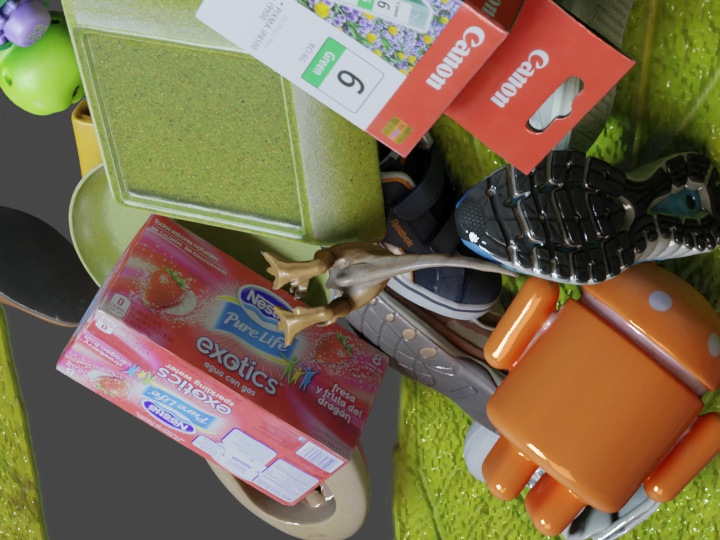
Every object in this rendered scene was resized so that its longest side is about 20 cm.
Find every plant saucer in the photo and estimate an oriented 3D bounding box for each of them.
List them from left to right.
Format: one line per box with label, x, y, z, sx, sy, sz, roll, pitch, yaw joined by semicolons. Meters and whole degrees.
plant saucer;-0.109;-0.016;1.061;0.198;0.031;0.201;12;137;12
plant saucer;-0.090;-0.094;0.905;0.199;0.048;0.201;11;135;18

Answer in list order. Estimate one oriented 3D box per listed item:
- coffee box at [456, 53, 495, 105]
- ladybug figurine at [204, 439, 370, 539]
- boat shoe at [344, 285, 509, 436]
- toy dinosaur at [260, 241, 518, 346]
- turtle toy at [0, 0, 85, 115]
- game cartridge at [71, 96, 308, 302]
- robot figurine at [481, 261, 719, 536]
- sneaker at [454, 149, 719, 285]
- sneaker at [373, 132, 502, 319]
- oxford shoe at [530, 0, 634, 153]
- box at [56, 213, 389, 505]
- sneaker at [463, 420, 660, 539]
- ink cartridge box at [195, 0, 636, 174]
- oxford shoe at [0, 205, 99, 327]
coffee box;0.056;-0.204;0.781;0.079;0.113;0.201;16;138;8
ladybug figurine;-0.059;0.139;1.209;0.135;0.072;0.201;-5;132;28
boat shoe;0.067;0.046;1.063;0.200;0.072;0.076;37;153;-22
toy dinosaur;0.000;0.000;0.907;0.200;0.106;0.061;-11;98;70
turtle toy;-0.229;-0.180;0.924;0.100;0.146;0.201;-9;134;3
game cartridge;-0.117;-0.027;1.096;0.175;0.033;0.201;12;136;12
robot figurine;0.161;0.077;0.985;0.144;0.200;0.117;41;-177;35
sneaker;0.131;-0.025;0.903;0.199;0.079;0.090;-2;170;-38
sneaker;0.029;-0.044;0.982;0.199;0.079;0.079;35;131;-19
oxford shoe;0.120;-0.149;0.848;0.058;0.075;0.201;34;142;25
box;-0.095;0.065;1.042;0.199;0.095;0.103;32;141;-10
sneaker;0.144;0.148;1.102;0.199;0.116;0.074;-25;122;41
ink cartridge box;0.027;-0.119;0.757;0.199;0.051;0.109;34;138;-8
oxford shoe;-0.286;-0.007;1.166;0.199;0.071;0.071;29;144;11
